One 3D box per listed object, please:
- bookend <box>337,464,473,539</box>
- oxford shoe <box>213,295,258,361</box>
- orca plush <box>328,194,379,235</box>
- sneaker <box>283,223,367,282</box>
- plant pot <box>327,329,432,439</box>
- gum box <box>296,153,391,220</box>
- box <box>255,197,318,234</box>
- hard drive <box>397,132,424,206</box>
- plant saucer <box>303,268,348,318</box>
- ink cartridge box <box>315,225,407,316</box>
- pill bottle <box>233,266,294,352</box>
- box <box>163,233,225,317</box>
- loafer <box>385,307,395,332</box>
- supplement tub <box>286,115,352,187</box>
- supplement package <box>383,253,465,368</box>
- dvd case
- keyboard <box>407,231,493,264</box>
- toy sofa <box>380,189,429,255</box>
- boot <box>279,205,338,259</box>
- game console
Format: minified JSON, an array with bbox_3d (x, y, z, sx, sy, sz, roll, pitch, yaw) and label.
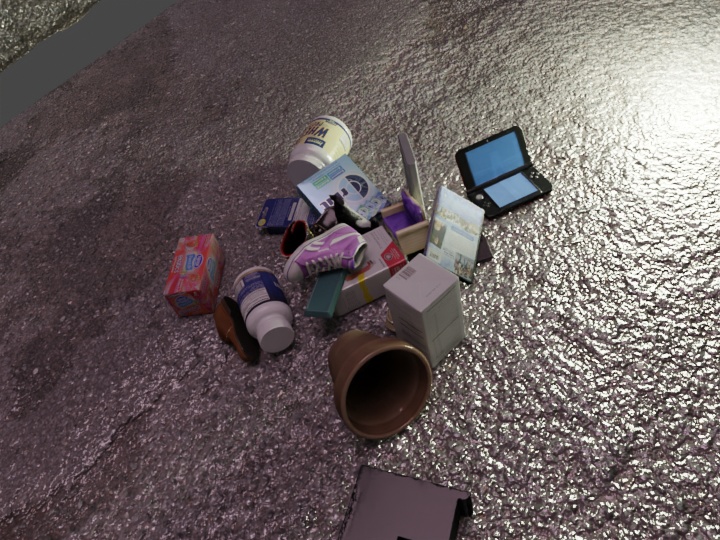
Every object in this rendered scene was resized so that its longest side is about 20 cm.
[{"bbox_3d":[0.070,0.457,0.992,0.198,0.092,0.200,7,53,20],"label":"bookend"},{"bbox_3d":[-0.298,0.152,1.411,0.071,0.071,0.200,-47,47,11],"label":"oxford shoe"},{"bbox_3d":[-0.014,-0.103,1.464,0.104,0.200,0.072,7,64,25],"label":"orca plush"},{"bbox_3d":[-0.073,-0.025,1.350,0.200,0.073,0.114,-37,52,-16],"label":"sneaker"},{"bbox_3d":[0.018,0.206,1.192,0.199,0.201,0.174,-31,28,-13],"label":"plant pot"},{"bbox_3d":[-0.045,-0.194,1.599,0.169,0.045,0.200,-36,73,-17],"label":"gum box"},{"bbox_3d":[-0.186,-0.156,1.667,0.198,0.033,0.122,0,48,14],"label":"box"},{"bbox_3d":[0.134,-0.233,1.525,0.026,0.201,0.133,-15,46,4],"label":"hard drive"},{"bbox_3d":[-0.071,0.022,1.366,0.069,0.019,0.201,3,50,20],"label":"plant saucer"},{"bbox_3d":[0.000,0.000,1.434,0.199,0.084,0.145,-26,46,-7],"label":"ink cartridge box"},{"bbox_3d":[-0.223,0.093,1.397,0.110,0.111,0.200,-25,47,-7],"label":"pill bottle"},{"bbox_3d":[-0.426,0.010,1.543,0.102,0.095,0.201,-7,47,9],"label":"box"},{"bbox_3d":[0.117,0.052,1.358,0.075,0.068,0.200,21,61,31],"label":"loafer"},{"bbox_3d":[-0.120,-0.338,1.735,0.144,0.146,0.201,7,51,22],"label":"supplement tub"},{"bbox_3d":[0.136,0.087,1.233,0.114,0.201,0.109,-39,50,-21],"label":"supplement package"},{"bbox_3d":[0.220,-0.083,1.391,0.018,0.142,0.201,-23,47,55],"label":"dvd case"},{"bbox_3d":[0.215,-0.041,1.452,0.198,0.040,0.105,-15,69,1],"label":"keyboard"},{"bbox_3d":[0.107,-0.122,1.459,0.082,0.098,0.200,-21,24,-1],"label":"toy sofa"},{"bbox_3d":[-0.119,-0.089,1.468,0.073,0.151,0.201,32,85,20],"label":"boot"},{"bbox_3d":[0.371,-0.254,1.531,0.199,0.119,0.173,-24,46,-5],"label":"game console"}]
